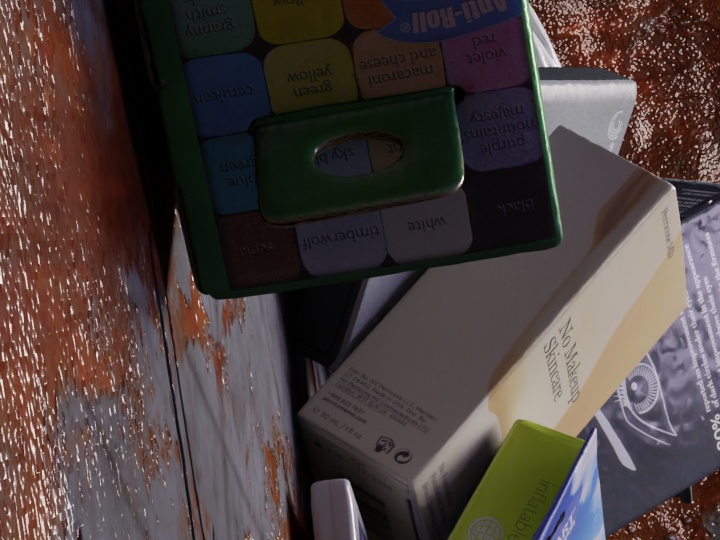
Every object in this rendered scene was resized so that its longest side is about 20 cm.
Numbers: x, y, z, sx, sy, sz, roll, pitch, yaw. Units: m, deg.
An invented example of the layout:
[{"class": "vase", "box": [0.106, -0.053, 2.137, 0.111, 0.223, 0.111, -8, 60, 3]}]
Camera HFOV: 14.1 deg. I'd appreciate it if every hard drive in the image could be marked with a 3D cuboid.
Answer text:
[{"class": "hard drive", "box": [0.053, -0.029, 1.393, 0.200, 0.033, 0.140, -6, 118, -56]}]

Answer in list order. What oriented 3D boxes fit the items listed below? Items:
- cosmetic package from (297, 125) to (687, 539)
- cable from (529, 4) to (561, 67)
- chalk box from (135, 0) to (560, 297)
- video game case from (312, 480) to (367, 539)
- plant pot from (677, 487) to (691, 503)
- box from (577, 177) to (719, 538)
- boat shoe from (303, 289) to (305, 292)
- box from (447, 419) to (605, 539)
[{"class": "cosmetic package", "box": [0.066, 0.041, 1.359, 0.200, 0.071, 0.105, -48, 150, -21]}, {"class": "cable", "box": [0.041, -0.095, 1.583, 0.200, 0.069, 0.201, 7, -57, 62]}, {"class": "chalk box", "box": [-0.004, -0.077, 0.968, 0.200, 0.124, 0.124, -93, 174, -64]}, {"class": "video game case", "box": [0.006, 0.196, 1.285, 0.200, 0.018, 0.144, 73, 10, -62]}, {"class": "plant pot", "box": [0.128, 0.081, 2.107, 0.200, 0.195, 0.201, -8, 90, -86]}, {"class": "box", "box": [0.129, 0.053, 1.625, 0.104, 0.200, 0.149, 10, -60, 55]}, {"class": "boat shoe", "box": [0.000, 0.000, 1.445, 0.200, 0.072, 0.073, 73, 20, -47]}, {"class": "box", "box": [0.070, 0.159, 1.333, 0.122, 0.048, 0.200, -59, 158, -26]}]
